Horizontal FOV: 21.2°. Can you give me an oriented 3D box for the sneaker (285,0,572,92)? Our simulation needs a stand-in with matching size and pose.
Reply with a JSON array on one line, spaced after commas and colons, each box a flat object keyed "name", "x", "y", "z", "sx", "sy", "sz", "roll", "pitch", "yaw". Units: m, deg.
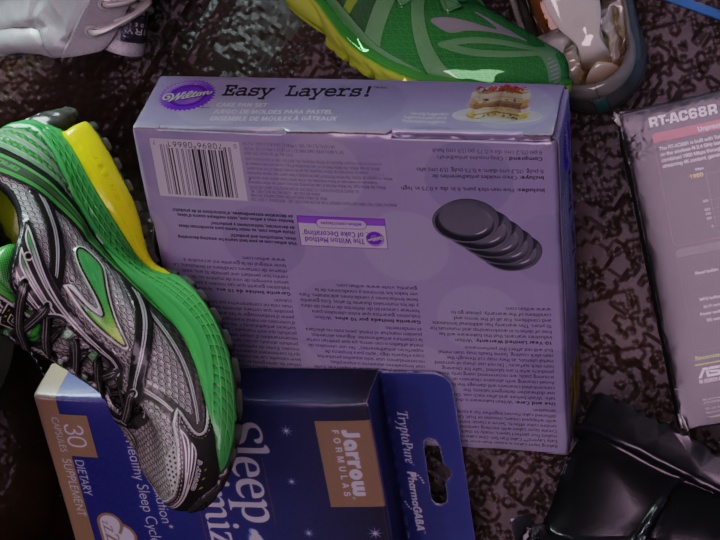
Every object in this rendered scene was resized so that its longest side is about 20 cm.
[{"name": "sneaker", "x": 0.016, "y": -0.139, "z": 0.891, "sx": 0.200, "sy": 0.074, "sz": 0.084, "roll": 38, "pitch": 120, "yaw": 24}]

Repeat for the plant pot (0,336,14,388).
[{"name": "plant pot", "x": -0.252, "y": 0.034, "z": 0.930, "sx": 0.199, "sy": 0.174, "sz": 0.201, "roll": 0, "pitch": 91, "yaw": 13}]

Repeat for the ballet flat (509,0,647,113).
[{"name": "ballet flat", "x": 0.087, "y": -0.172, "z": 0.905, "sx": 0.067, "sy": 0.064, "sz": 0.201, "roll": -20, "pitch": 87, "yaw": 12}]

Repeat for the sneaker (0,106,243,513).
[{"name": "sneaker", "x": -0.124, "y": 0.024, "z": 0.851, "sx": 0.200, "sy": 0.085, "sz": 0.078, "roll": 55, "pitch": 138, "yaw": 16}]

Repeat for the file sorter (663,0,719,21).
[{"name": "file sorter", "x": 0.187, "y": -0.204, "z": 0.820, "sx": 0.122, "sy": 0.139, "sz": 0.201, "roll": 17, "pitch": 94, "yaw": -20}]

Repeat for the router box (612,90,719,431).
[{"name": "router box", "x": 0.228, "y": -0.019, "z": 0.878, "sx": 0.199, "sy": 0.062, "sz": 0.150, "roll": -11, "pitch": 90, "yaw": 13}]

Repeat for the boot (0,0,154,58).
[{"name": "boot", "x": -0.107, "y": -0.153, "z": 0.931, "sx": 0.200, "sy": 0.073, "sz": 0.096, "roll": -3, "pitch": 100, "yaw": 39}]

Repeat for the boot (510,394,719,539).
[{"name": "boot", "x": 0.144, "y": 0.165, "z": 0.861, "sx": 0.198, "sy": 0.073, "sz": 0.163, "roll": 27, "pitch": 81, "yaw": 12}]

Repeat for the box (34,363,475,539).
[{"name": "box", "x": -0.049, "y": 0.102, "z": 0.926, "sx": 0.199, "sy": 0.032, "sz": 0.121, "roll": -1, "pitch": 123, "yaw": 15}]

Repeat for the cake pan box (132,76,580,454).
[{"name": "cake pan box", "x": 0.000, "y": 0.000, "z": 0.889, "sx": 0.199, "sy": 0.052, "sz": 0.185, "roll": 1, "pitch": 126, "yaw": 13}]
